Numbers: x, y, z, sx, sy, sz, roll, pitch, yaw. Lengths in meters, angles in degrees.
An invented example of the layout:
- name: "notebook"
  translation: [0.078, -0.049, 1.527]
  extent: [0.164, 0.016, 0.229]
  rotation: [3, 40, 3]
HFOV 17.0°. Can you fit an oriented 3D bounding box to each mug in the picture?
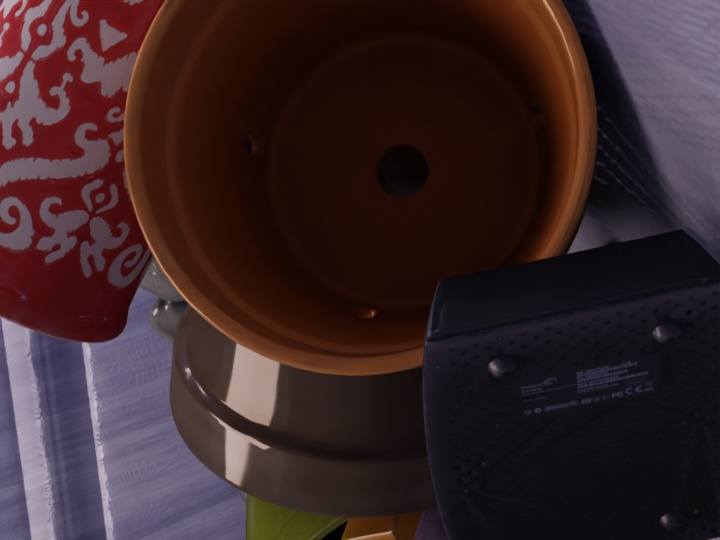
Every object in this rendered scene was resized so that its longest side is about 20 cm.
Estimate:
- name: "mug"
  translation: [-0.119, -0.090, 1.143]
  extent: [0.133, 0.201, 0.178]
  rotation: [31, -164, 3]

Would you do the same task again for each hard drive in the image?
- name: "hard drive"
  translation: [0.092, 0.058, 0.985]
  extent: [0.200, 0.134, 0.042]
  rotation: [77, -179, -54]

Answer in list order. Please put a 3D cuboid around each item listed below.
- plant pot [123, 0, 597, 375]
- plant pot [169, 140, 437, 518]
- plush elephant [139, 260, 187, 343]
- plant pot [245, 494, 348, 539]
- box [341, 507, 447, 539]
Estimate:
- name: "plant pot"
  translation: [0.009, -0.052, 1.055]
  extent: [0.201, 0.199, 0.140]
  rotation: [66, -173, 8]
- name: "plant pot"
  translation: [0.000, 0.000, 1.266]
  extent: [0.200, 0.199, 0.174]
  rotation: [-124, 32, -50]
- name: "plush elephant"
  translation: [-0.106, -0.041, 1.625]
  extent: [0.200, 0.154, 0.165]
  rotation: [-122, 14, -45]
- name: "plant pot"
  translation: [0.009, 0.169, 1.536]
  extent: [0.193, 0.199, 0.201]
  rotation: [-118, 9, -57]
- name: "box"
  translation: [0.067, 0.174, 1.372]
  extent: [0.200, 0.041, 0.119]
  rotation: [57, -145, -30]
